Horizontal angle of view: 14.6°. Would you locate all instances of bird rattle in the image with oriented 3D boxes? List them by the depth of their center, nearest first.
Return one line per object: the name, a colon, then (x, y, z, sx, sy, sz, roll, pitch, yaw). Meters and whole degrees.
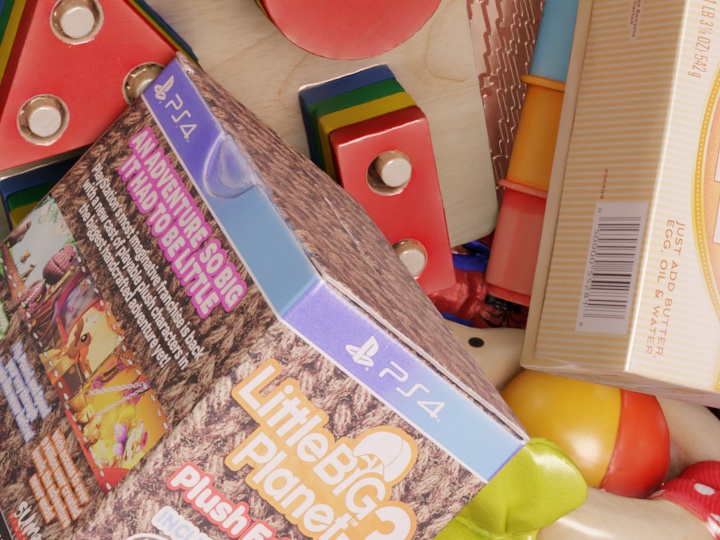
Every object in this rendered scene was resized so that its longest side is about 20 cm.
bird rattle: (0.087, 0.070, 0.965, 0.198, 0.163, 0.113, 5, 122, -12)

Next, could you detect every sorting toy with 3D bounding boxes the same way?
sorting toy: (-0.051, -0.061, 0.968, 0.199, 0.070, 0.200, -17, 122, -10)

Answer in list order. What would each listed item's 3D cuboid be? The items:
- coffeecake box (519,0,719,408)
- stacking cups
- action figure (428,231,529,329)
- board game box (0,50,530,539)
coffeecake box: (0.167, -0.024, 0.955, 0.199, 0.073, 0.155, 12, 85, -26)
stacking cups: (0.083, -0.085, 1.024, 0.060, 0.061, 0.201, 16, 93, -3)
action figure: (0.000, 0.000, 1.080, 0.199, 0.052, 0.066, 14, 82, -5)
board game box: (-0.071, 0.060, 0.889, 0.200, 0.160, 0.097, -46, 124, 8)
